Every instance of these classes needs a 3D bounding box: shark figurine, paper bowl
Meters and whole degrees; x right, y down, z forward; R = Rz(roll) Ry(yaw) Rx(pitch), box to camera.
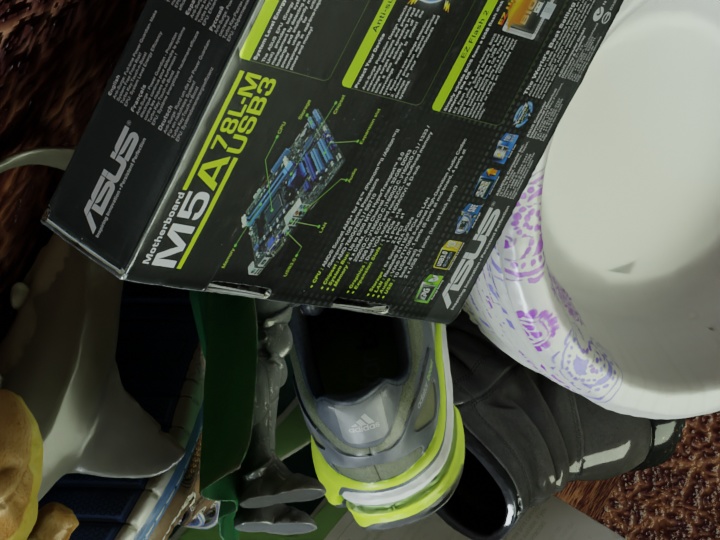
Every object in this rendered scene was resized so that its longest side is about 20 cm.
[{"bbox_3d":[-0.099,0.033,1.006,0.215,0.089,0.128,-63,169,27],"label":"shark figurine"},{"bbox_3d":[0.116,-0.048,1.131,0.200,0.104,0.201,-11,111,-30],"label":"paper bowl"}]

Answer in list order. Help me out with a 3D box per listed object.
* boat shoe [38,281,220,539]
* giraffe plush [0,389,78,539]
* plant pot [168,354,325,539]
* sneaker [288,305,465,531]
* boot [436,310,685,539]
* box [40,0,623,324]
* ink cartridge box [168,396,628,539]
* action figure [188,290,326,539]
[{"bbox_3d":[-0.074,0.066,1.091,0.072,0.072,0.200,54,51,-43],"label":"boat shoe"},{"bbox_3d":[-0.126,0.162,0.910,0.173,0.162,0.200,-38,158,-5],"label":"giraffe plush"},{"bbox_3d":[-0.043,0.118,1.231,0.134,0.200,0.200,-38,-174,45],"label":"plant pot"},{"bbox_3d":[0.000,0.000,1.113,0.081,0.074,0.200,70,6,-54],"label":"sneaker"},{"bbox_3d":[0.038,0.023,1.195,0.132,0.200,0.070,-15,138,-42],"label":"boot"},{"bbox_3d":[0.011,-0.082,0.901,0.193,0.048,0.200,9,111,-53],"label":"box"},{"bbox_3d":[0.033,0.139,1.155,0.146,0.200,0.048,-48,163,-44],"label":"ink cartridge box"},{"bbox_3d":[-0.040,-0.005,1.028,0.118,0.055,0.200,109,-22,-68],"label":"action figure"}]
